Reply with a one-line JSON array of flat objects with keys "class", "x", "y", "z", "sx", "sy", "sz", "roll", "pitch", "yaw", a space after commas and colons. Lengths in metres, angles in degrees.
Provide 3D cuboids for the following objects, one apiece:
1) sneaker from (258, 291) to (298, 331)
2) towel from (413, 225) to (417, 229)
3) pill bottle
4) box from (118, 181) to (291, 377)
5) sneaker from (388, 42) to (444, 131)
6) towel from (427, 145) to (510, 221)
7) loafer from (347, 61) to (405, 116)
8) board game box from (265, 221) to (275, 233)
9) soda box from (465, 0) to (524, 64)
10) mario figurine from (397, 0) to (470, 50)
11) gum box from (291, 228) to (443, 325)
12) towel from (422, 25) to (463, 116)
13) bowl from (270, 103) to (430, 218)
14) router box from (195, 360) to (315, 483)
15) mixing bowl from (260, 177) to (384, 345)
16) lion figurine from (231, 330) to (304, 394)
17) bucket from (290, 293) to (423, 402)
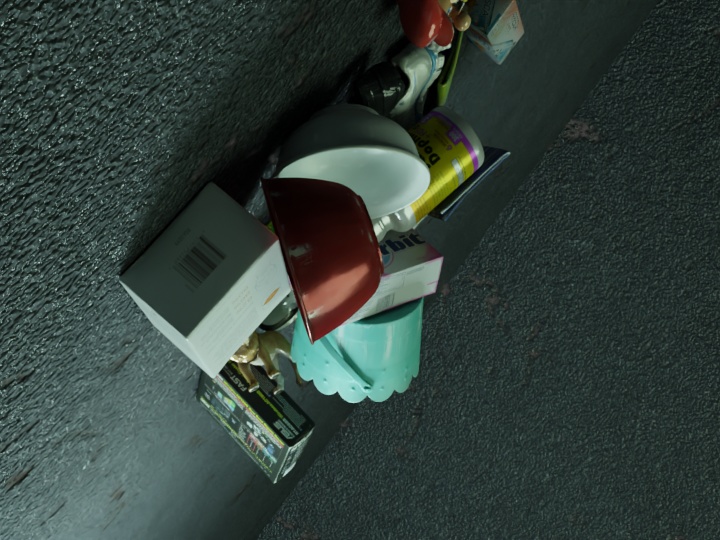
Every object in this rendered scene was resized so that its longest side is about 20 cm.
[{"class": "sneaker", "x": -0.104, "y": 0.002, "z": 1.601, "sx": 0.201, "sy": 0.073, "sz": 0.080, "roll": -57, "pitch": 158, "yaw": 2}, {"class": "towel", "x": 0.042, "y": -0.042, "z": 1.656, "sx": 0.200, "sy": 0.035, "sz": 0.192, "roll": -46, "pitch": 172, "yaw": 35}, {"class": "pill bottle", "x": 0.067, "y": -0.124, "z": 1.429, "sx": 0.200, "sy": 0.104, "sz": 0.104, "roll": -42, "pitch": 167, "yaw": -13}, {"class": "box", "x": -0.174, "y": 0.017, "z": 1.224, "sx": 0.153, "sy": 0.106, "sz": 0.200, "roll": -49, "pitch": 168, "yaw": -14}, {"class": "sneaker", "x": 0.046, "y": -0.231, "z": 1.444, "sx": 0.086, "sy": 0.075, "sz": 0.201, "roll": -35, "pitch": 153, "yaw": -36}, {"class": "towel", "x": 0.113, "y": -0.134, "z": 1.535, "sx": 0.145, "sy": 0.024, "sz": 0.199, "roll": -44, "pitch": -152, "yaw": -15}, {"class": "loafer", "x": 0.001, "y": -0.198, "z": 1.369, "sx": 0.070, "sy": 0.069, "sz": 0.201, "roll": -24, "pitch": 163, "yaw": -21}, {"class": "board game box", "x": -0.134, "y": -0.009, "z": 1.459, "sx": 0.200, "sy": 0.047, "sz": 0.102, "roll": -46, "pitch": 168, "yaw": -26}, {"class": "soda box", "x": 0.198, "y": -0.374, "z": 1.582, "sx": 0.069, "sy": 0.063, "sz": 0.200, "roll": -52, "pitch": 169, "yaw": 7}, {"class": "mario figurine", "x": 0.126, "y": -0.339, "z": 1.275, "sx": 0.201, "sy": 0.105, "sz": 0.124, "roll": -54, "pitch": 137, "yaw": -24}, {"class": "gum box", "x": 0.000, "y": 0.000, "z": 1.442, "sx": 0.198, "sy": 0.113, "sz": 0.067, "roll": -18, "pitch": 135, "yaw": -32}, {"class": "towel", "x": 0.116, "y": -0.273, "z": 1.538, "sx": 0.200, "sy": 0.022, "sz": 0.145, "roll": 108, "pitch": -3, "yaw": -68}, {"class": "bowl", "x": -0.017, "y": -0.141, "z": 1.291, "sx": 0.198, "sy": 0.091, "sz": 0.202, "roll": -5, "pitch": 157, "yaw": -2}, {"class": "router box", "x": -0.169, "y": 0.220, "z": 1.653, "sx": 0.062, "sy": 0.200, "sz": 0.150, "roll": -38, "pitch": 165, "yaw": -31}, {"class": "mixing bowl", "x": -0.038, "y": -0.026, "z": 1.220, "sx": 0.107, "sy": 0.202, "sz": 0.200, "roll": -17, "pitch": 164, "yaw": -6}, {"class": "lion figurine", "x": -0.147, "y": 0.116, "z": 1.559, "sx": 0.072, "sy": 0.123, "sz": 0.200, "roll": -33, "pitch": 160, "yaw": 7}, {"class": "bucket", "x": -0.003, "y": 0.074, "z": 1.519, "sx": 0.207, "sy": 0.206, "sz": 0.136, "roll": -40, "pitch": 145, "yaw": -45}]
